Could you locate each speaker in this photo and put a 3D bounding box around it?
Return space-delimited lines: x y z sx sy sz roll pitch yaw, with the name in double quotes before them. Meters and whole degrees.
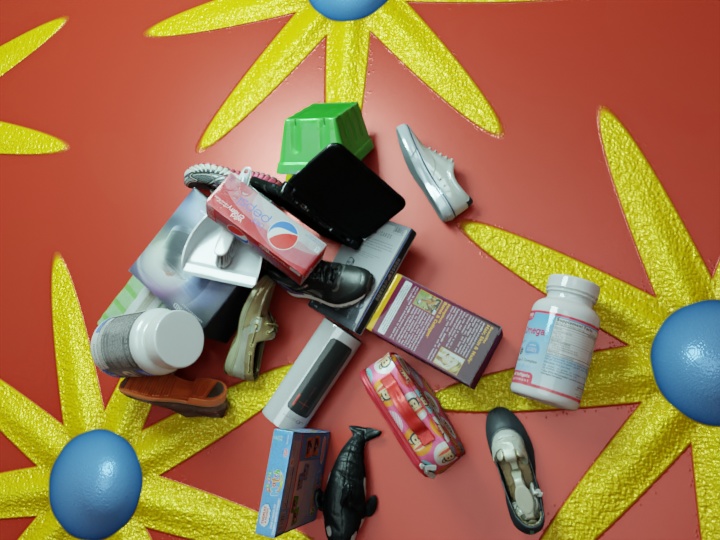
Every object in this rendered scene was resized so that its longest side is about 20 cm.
"speaker" -0.085 0.185 1.159 0.081 0.081 0.200 33 86 19

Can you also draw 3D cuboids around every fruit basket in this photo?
"fruit basket" -0.068 -0.191 1.206 0.155 0.216 0.216 2 77 15

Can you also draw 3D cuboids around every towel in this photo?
"towel" -0.406 0.117 1.269 0.149 0.031 0.200 -48 68 12

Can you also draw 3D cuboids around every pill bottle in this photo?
"pill bottle" 0.316 0.113 1.061 0.108 0.109 0.201 15 81 17
"pill bottle" -0.365 0.125 1.143 0.200 0.114 0.114 -11 72 41

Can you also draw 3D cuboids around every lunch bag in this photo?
"lunch bag" 0.083 0.227 1.056 0.082 0.176 0.200 -35 71 3

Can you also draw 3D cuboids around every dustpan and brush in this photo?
"dustpan and brush" -0.218 -0.082 1.138 0.139 0.057 0.201 11 65 8

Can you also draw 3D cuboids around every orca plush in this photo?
"orca plush" -0.009 0.354 1.092 0.105 0.071 0.200 28 69 -1

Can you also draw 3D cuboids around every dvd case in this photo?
"dvd case" 0.000 0.000 1.172 0.150 0.025 0.200 24 82 51

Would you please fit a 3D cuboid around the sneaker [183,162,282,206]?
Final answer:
"sneaker" -0.252 -0.157 1.280 0.199 0.081 0.075 11 82 16

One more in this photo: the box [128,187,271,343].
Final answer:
"box" -0.278 -0.007 1.229 0.200 0.123 0.199 37 89 19

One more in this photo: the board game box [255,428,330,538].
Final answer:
"board game box" -0.102 0.331 1.064 0.036 0.200 0.152 6 78 16

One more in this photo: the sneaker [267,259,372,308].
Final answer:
"sneaker" -0.077 0.013 1.140 0.199 0.088 0.076 1 67 36

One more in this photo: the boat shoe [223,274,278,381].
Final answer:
"boat shoe" -0.183 0.106 1.195 0.066 0.074 0.201 23 106 8

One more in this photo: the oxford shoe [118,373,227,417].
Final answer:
"oxford shoe" -0.339 0.233 1.202 0.199 0.073 0.071 8 36 7

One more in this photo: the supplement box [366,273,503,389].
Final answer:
"supplement box" 0.127 0.103 1.122 0.200 0.086 0.111 28 85 19

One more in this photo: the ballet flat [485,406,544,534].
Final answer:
"ballet flat" 0.247 0.314 1.052 0.073 0.073 0.201 -16 74 10

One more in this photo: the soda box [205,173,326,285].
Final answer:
"soda box" -0.154 -0.067 1.088 0.200 0.063 0.070 36 72 3

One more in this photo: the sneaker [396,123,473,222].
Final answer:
"sneaker" 0.133 -0.184 1.204 0.071 0.073 0.200 -28 81 -4

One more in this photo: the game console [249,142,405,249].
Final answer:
"game console" -0.056 -0.133 1.138 0.176 0.200 0.117 25 82 49
